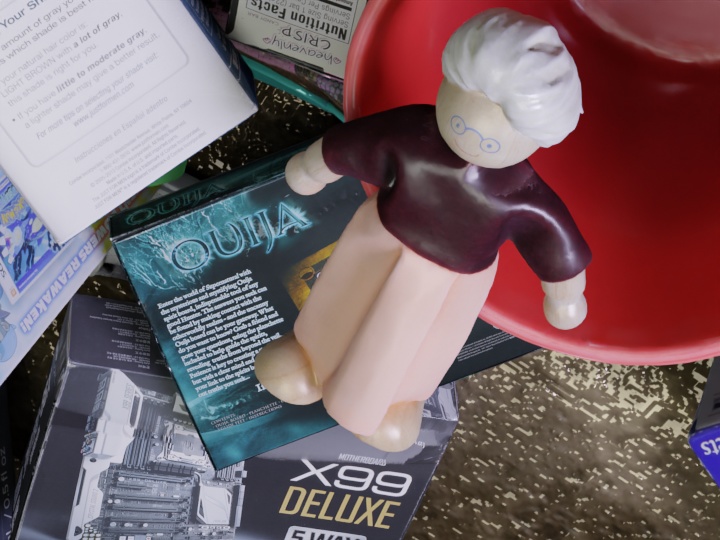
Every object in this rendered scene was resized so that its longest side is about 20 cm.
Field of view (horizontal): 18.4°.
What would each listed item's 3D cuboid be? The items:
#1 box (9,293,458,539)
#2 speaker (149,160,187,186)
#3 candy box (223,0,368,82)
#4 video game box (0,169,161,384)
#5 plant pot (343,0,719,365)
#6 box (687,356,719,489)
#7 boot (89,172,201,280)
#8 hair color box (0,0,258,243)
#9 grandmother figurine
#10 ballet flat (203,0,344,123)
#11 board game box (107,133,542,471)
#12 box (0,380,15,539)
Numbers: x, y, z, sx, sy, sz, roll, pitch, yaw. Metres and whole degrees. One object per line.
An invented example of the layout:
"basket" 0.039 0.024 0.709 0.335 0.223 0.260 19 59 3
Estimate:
"box" -0.067 0.094 1.132 0.199 0.050 0.158 10 135 -15
"speaker" -0.113 -0.139 0.942 0.088 0.088 0.201 5 104 20
"candy box" 0.011 -0.192 0.852 0.061 0.137 0.201 21 133 7
"video game box" -0.171 -0.073 0.988 0.047 0.200 0.183 -7 123 36
"plant pot" 0.112 -0.095 0.857 0.199 0.178 0.201 13 131 15
"box" 0.278 0.088 0.982 0.183 0.105 0.200 -22 116 36
"boot" -0.152 -0.011 1.099 0.199 0.096 0.074 16 132 11
"hair color box" -0.135 -0.122 0.861 0.100 0.061 0.200 -33 109 7
"grandmother figurine" 0.029 -0.014 0.802 0.121 0.061 0.200 20 135 -4
"ballet flat" 0.003 -0.088 0.952 0.200 0.071 0.069 34 -176 31
"board game box" 0.000 0.000 1.023 0.199 0.028 0.136 -20 118 2
"box" -0.276 0.104 1.135 0.117 0.200 0.198 1 103 23
